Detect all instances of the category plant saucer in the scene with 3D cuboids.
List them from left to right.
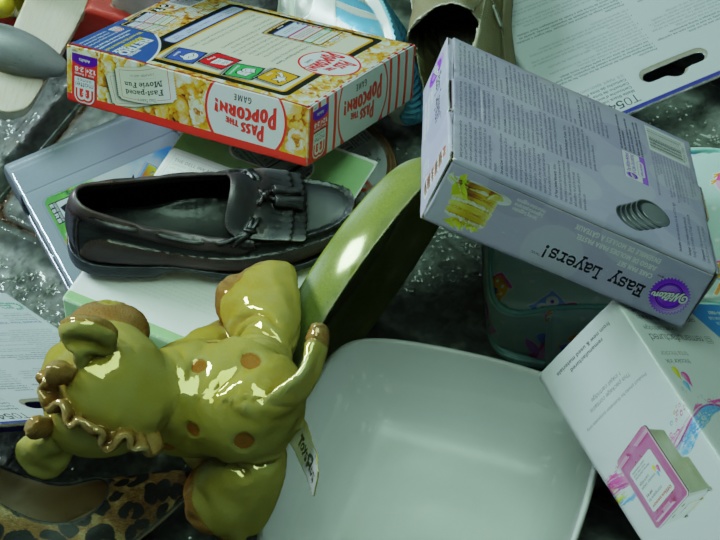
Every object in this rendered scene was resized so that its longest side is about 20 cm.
[{"bbox_3d":[0.000,0.000,1.498,0.031,0.200,0.200,34,62,9],"label":"plant saucer"}]

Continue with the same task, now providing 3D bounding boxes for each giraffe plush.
[{"bbox_3d":[-0.122,0.076,1.373,0.162,0.173,0.200,9,9,-17],"label":"giraffe plush"}]

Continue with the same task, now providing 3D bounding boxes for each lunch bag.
[{"bbox_3d":[0.183,-0.012,1.569,0.200,0.077,0.161,-2,49,1],"label":"lunch bag"}]

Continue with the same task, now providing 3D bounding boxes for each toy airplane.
[{"bbox_3d":[-0.235,-0.219,1.715,0.199,0.141,0.200,-27,56,-16],"label":"toy airplane"}]

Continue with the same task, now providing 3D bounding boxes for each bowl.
[{"bbox_3d":[0.047,0.150,1.463,0.199,0.075,0.200,13,57,13],"label":"bowl"}]

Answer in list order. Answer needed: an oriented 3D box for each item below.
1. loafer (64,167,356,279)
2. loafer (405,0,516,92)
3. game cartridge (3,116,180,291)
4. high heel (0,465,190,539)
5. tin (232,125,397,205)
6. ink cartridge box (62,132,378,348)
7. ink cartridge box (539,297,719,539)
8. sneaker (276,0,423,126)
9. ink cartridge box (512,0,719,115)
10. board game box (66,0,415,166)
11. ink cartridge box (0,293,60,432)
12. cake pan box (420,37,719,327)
[{"bbox_3d":[-0.099,-0.036,1.519,0.200,0.063,0.072,-5,54,-2],"label":"loafer"},{"bbox_3d":[0.072,-0.192,1.685,0.076,0.067,0.200,-26,60,26],"label":"loafer"},{"bbox_3d":[-0.160,-0.030,1.636,0.133,0.041,0.200,-23,55,-16],"label":"game cartridge"},{"bbox_3d":[-0.215,0.127,1.457,0.200,0.143,0.071,-21,17,-6],"label":"high heel"},{"bbox_3d":[-0.053,-0.091,1.672,0.112,0.042,0.200,-35,59,-15],"label":"tin"},{"bbox_3d":[-0.094,-0.015,1.571,0.145,0.048,0.200,21,54,17],"label":"ink cartridge box"},{"bbox_3d":[0.225,0.120,1.413,0.144,0.085,0.200,4,47,-47],"label":"ink cartridge box"},{"bbox_3d":[-0.011,-0.177,1.717,0.081,0.077,0.200,-33,57,5],"label":"sneaker"},{"bbox_3d":[0.201,-0.192,1.722,0.199,0.041,0.200,-22,55,-10],"label":"ink cartridge box"},{"bbox_3d":[-0.084,-0.141,1.614,0.200,0.046,0.151,17,29,26],"label":"board game box"},{"bbox_3d":[-0.249,0.071,1.474,0.200,0.043,0.196,31,19,36],"label":"ink cartridge box"},{"bbox_3d":[0.128,-0.062,1.449,0.184,0.052,0.200,24,27,-12],"label":"cake pan box"}]
